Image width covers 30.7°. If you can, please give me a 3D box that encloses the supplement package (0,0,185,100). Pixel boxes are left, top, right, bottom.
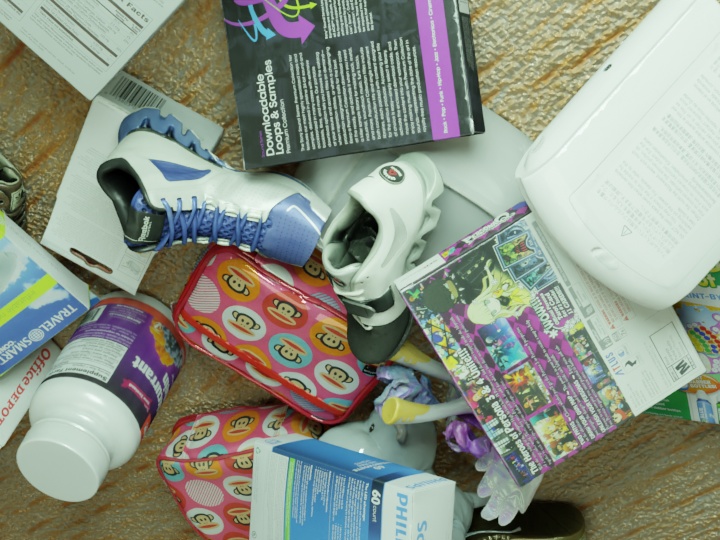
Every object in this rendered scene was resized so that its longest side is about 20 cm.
[{"bbox_3d":[-0.172,-0.265,0.959,0.151,0.152,0.200,41,129,-15],"label":"supplement package"}]

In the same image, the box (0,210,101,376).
[{"bbox_3d":[-0.352,0.014,1.241,0.122,0.048,0.200,-35,127,10],"label":"box"}]

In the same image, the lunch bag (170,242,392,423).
[{"bbox_3d":[-0.071,0.050,1.224,0.200,0.082,0.176,32,135,-5],"label":"lunch bag"}]

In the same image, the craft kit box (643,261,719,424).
[{"bbox_3d":[0.290,0.045,1.079,0.200,0.049,0.198,3,128,43],"label":"craft kit box"}]

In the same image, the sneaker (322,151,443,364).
[{"bbox_3d":[0.000,0.000,1.048,0.074,0.088,0.201,39,135,34],"label":"sneaker"}]

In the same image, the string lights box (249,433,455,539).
[{"bbox_3d":[-0.012,0.219,1.173,0.200,0.059,0.103,10,99,43],"label":"string lights box"}]

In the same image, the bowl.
[{"bbox_3d":[0.044,-0.056,1.106,0.199,0.075,0.200,31,130,-7],"label":"bowl"}]

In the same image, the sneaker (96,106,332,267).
[{"bbox_3d":[-0.135,-0.046,1.074,0.199,0.115,0.081,28,131,4],"label":"sneaker"}]

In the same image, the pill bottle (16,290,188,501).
[{"bbox_3d":[-0.251,0.122,1.272,0.111,0.200,0.112,10,131,12],"label":"pill bottle"}]

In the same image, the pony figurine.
[{"bbox_3d":[0.109,0.103,1.152,0.199,0.167,0.193,13,123,-36],"label":"pony figurine"}]

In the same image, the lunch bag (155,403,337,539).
[{"bbox_3d":[-0.098,0.227,1.383,0.199,0.082,0.177,-9,125,25],"label":"lunch bag"}]

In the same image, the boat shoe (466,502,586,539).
[{"bbox_3d":[0.132,0.277,1.350,0.200,0.073,0.063,-4,122,13],"label":"boat shoe"}]

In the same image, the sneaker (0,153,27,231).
[{"bbox_3d":[-0.351,-0.058,1.248,0.075,0.071,0.200,-4,127,21],"label":"sneaker"}]

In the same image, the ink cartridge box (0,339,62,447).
[{"bbox_3d":[-0.443,0.085,1.346,0.146,0.147,0.200,-23,117,33],"label":"ink cartridge box"}]

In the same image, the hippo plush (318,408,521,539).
[{"bbox_3d":[0.040,0.212,1.250,0.199,0.159,0.161,-17,109,1],"label":"hippo plush"}]

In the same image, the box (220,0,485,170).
[{"bbox_3d":[-0.009,-0.162,1.020,0.199,0.036,0.144,-6,93,23],"label":"box"}]

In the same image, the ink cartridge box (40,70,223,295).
[{"bbox_3d":[-0.212,-0.076,1.198,0.109,0.050,0.200,29,132,-5],"label":"ink cartridge box"}]

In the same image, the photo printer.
[{"bbox_3d":[0.223,-0.082,0.959,0.166,0.069,0.200,41,93,-17],"label":"photo printer"}]

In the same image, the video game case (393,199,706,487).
[{"bbox_3d":[0.152,0.045,1.034,0.181,0.036,0.200,-33,108,0],"label":"video game case"}]
